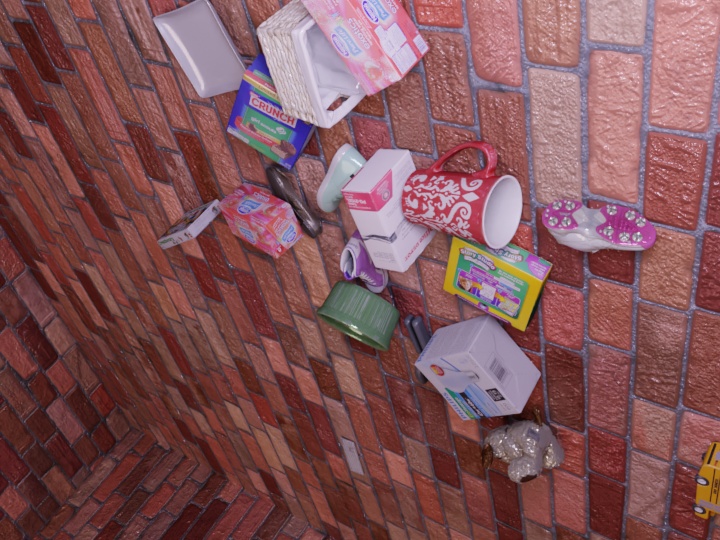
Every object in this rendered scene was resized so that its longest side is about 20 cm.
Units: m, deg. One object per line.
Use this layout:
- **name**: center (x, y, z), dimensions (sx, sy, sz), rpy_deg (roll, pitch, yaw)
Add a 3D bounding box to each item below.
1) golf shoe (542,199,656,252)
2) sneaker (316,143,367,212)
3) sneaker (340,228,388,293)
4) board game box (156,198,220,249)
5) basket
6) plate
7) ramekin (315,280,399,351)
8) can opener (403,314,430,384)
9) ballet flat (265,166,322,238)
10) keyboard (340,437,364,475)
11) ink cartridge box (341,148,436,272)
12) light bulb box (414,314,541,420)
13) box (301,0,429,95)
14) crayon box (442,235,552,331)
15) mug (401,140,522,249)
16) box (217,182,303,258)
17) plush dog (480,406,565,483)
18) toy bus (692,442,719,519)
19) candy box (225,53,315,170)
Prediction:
- **golf shoe**: center (0.419, -0.068, 1.377), dimensions (0.198, 0.076, 0.092), rpy_deg (18, 157, 34)
- **sneaker**: center (-0.022, -0.165, 1.688), dimensions (0.118, 0.074, 0.201), rpy_deg (41, 145, 11)
- **sneaker**: center (-0.001, 0.000, 1.831), dimensions (0.072, 0.115, 0.202), rpy_deg (15, 141, 31)
- **board game box**: center (-0.464, -0.124, 2.143), dimensions (0.199, 0.127, 0.035), rpy_deg (-13, 122, 51)
- **basket**: center (-0.087, -0.385, 1.447), dimensions (0.122, 0.136, 0.201), rpy_deg (20, 143, 35)
- **plate**: center (-0.328, -0.472, 1.679), dimensions (0.198, 0.032, 0.201), rpy_deg (1, 130, 45)
- **ramekin**: center (0.000, 0.107, 1.916), dimensions (0.198, 0.099, 0.200), rpy_deg (27, 169, 5)
- **can opener**: center (0.154, 0.199, 1.961), dimensions (0.052, 0.066, 0.202), rpy_deg (10, 132, 40)
- **ballet flat**: center (-0.152, -0.166, 1.861), dimensions (0.201, 0.046, 0.067), rpy_deg (53, 165, -9)
- **keyboard**: center (-0.027, 0.640, 2.712), dimensions (0.056, 0.011, 0.201), rpy_deg (19, 142, 30)
- **ink cartridge box**: center (0.063, -0.120, 1.592), dimensions (0.084, 0.145, 0.201), rpy_deg (9, 136, 40)
- **light bulb box**: center (0.267, 0.227, 1.816), dimensions (0.199, 0.125, 0.199), rpy_deg (48, 146, -13)
- **box**: center (0.009, -0.413, 1.327), dimensions (0.094, 0.103, 0.201), rpy_deg (-14, 120, 51)
- **crayon box**: center (0.276, 0.013, 1.616), dimensions (0.198, 0.058, 0.174), rpy_deg (28, 144, 18)
- **mug**: center (0.192, -0.146, 1.486), dimensions (0.198, 0.180, 0.133), rpy_deg (15, 176, 40)
- **box**: center (-0.243, -0.123, 1.911), dimensions (0.199, 0.095, 0.103), rpy_deg (28, 151, 42)
- **plush dog**: center (0.378, 0.419, 1.921), dimensions (0.171, 0.199, 0.163), rpy_deg (-15, 86, 41)
- **toy bus**: center (0.743, 0.445, 1.646), dimensions (0.078, 0.065, 0.202), rpy_deg (14, 139, 32)
- **candy box**: center (-0.175, -0.324, 1.636), dimensions (0.168, 0.078, 0.200), rpy_deg (31, 147, -5)
